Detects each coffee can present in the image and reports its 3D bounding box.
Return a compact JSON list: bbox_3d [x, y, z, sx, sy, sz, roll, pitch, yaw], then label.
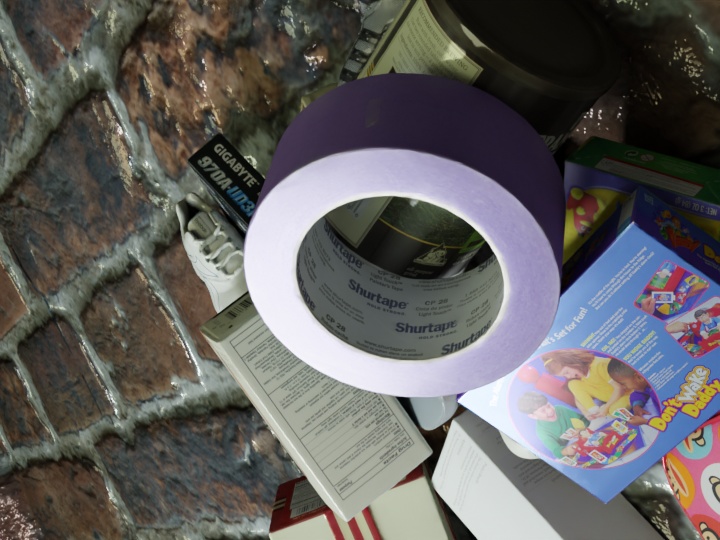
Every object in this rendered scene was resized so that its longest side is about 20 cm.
[{"bbox_3d":[0.063,-0.106,0.899,0.147,0.146,0.200,52,131,19],"label":"coffee can"}]

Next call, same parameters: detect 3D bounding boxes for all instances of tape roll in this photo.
[{"bbox_3d":[0.030,-0.019,0.827,0.199,0.085,0.201,6,131,7],"label":"tape roll"}]

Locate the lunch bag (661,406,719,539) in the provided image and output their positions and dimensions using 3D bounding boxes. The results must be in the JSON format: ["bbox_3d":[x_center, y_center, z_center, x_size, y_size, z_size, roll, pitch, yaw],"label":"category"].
[{"bbox_3d":[0.306,0.160,0.844,0.200,0.082,0.176,58,149,10],"label":"lunch bag"}]

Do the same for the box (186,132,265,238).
[{"bbox_3d":[-0.074,-0.026,1.268,0.200,0.046,0.159,45,173,30],"label":"box"}]

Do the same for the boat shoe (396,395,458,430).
[{"bbox_3d":[0.063,0.102,1.171,0.074,0.068,0.199,66,165,5],"label":"boat shoe"}]

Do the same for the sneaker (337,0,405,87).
[{"bbox_3d":[0.013,-0.179,1.013,0.200,0.075,0.114,-41,67,32],"label":"sneaker"}]

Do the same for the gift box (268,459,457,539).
[{"bbox_3d":[0.012,0.292,1.249,0.200,0.184,0.187,-67,-44,-79],"label":"gift box"}]

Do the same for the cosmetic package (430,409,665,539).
[{"bbox_3d":[0.159,0.210,1.120,0.200,0.081,0.113,47,147,24],"label":"cosmetic package"}]

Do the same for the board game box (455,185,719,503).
[{"bbox_3d":[0.176,0.056,0.868,0.134,0.045,0.200,35,128,-7],"label":"board game box"}]

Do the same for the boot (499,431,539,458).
[{"bbox_3d":[0.098,0.035,1.029,0.200,0.072,0.145,58,170,45],"label":"boot"}]

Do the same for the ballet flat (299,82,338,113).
[{"bbox_3d":[-0.049,-0.100,1.216,0.070,0.069,0.200,51,148,20],"label":"ballet flat"}]

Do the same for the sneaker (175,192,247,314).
[{"bbox_3d":[-0.137,-0.009,1.283,0.200,0.074,0.087,41,165,51],"label":"sneaker"}]

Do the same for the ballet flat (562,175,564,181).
[{"bbox_3d":[0.130,-0.064,0.995,0.200,0.057,0.067,41,126,23],"label":"ballet flat"}]

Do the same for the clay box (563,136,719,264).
[{"bbox_3d":[0.198,0.015,0.908,0.115,0.048,0.201,20,130,30],"label":"clay box"}]

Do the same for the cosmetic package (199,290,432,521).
[{"bbox_3d":[-0.040,0.105,1.136,0.200,0.103,0.087,57,168,-15],"label":"cosmetic package"}]
